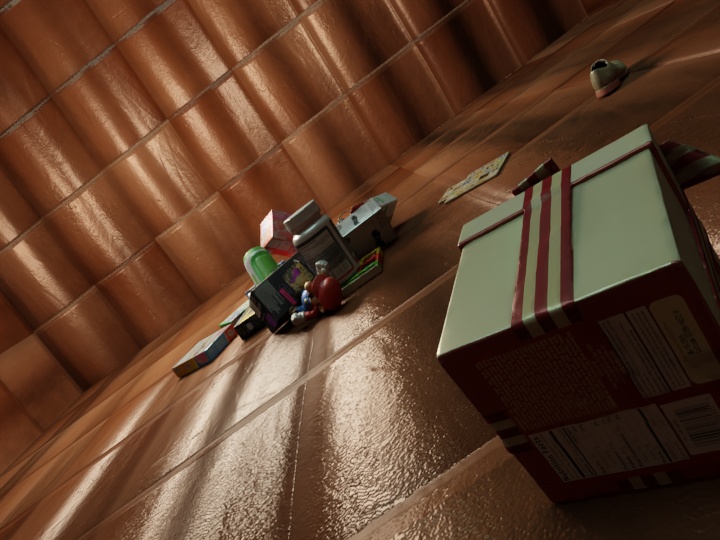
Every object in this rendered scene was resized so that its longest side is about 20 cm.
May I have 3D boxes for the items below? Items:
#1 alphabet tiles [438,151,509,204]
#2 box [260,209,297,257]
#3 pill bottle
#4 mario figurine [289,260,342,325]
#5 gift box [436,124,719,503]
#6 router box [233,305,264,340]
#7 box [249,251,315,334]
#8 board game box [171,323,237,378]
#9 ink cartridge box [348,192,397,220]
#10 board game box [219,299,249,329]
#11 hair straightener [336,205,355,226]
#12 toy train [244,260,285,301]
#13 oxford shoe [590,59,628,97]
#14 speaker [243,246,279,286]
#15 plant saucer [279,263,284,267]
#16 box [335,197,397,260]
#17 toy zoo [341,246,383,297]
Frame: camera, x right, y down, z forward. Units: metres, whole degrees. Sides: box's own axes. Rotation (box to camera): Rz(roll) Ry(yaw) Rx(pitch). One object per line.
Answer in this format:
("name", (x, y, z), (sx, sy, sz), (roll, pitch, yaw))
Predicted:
("alphabet tiles", (0.301, -0.243, 1.484), (0.197, 0.008, 0.168), (-27, 16, 37))
("box", (-0.199, -0.105, 1.680), (0.195, 0.098, 0.102), (9, -27, -30))
("pill bottle", (-0.097, -0.063, 1.368), (0.112, 0.203, 0.114), (-33, 12, 8))
("mario figurine", (-0.120, 0.053, 1.303), (0.104, 0.127, 0.199), (-14, -7, -33))
("gift box", (0.187, 0.028, 0.397), (0.196, 0.186, 0.189), (-23, 25, 32))
("router box", (-0.297, 0.120, 1.712), (0.155, 0.053, 0.201), (-34, 12, 11))
("box", (-0.189, 0.050, 1.462), (0.199, 0.106, 0.123), (-41, -7, -25))
("board game box", (-0.508, 0.263, 1.801), (0.197, 0.041, 0.154), (-28, 15, 36))
("ink cartridge box", (0.029, -0.144, 1.560), (0.199, 0.050, 0.112), (-32, -35, -55))
("board game box", (-0.423, 0.143, 2.041), (0.200, 0.029, 0.133), (-45, 13, -31))
("hair straightener", (-0.069, -0.096, 1.565), (0.204, 0.076, 0.041), (-62, -21, 0))
("toy train", (-0.301, 0.048, 1.863), (0.198, 0.088, 0.114), (-36, -6, -1))
("oxford shoe", (0.624, -0.506, 1.389), (0.070, 0.076, 0.200), (-26, 16, 40))
("speaker", (-0.261, 0.029, 1.585), (0.087, 0.202, 0.089), (-29, -25, -15))
("plant saucer", (-0.176, -0.001, 1.706), (0.197, 0.038, 0.198), (-31, -14, 27))
("box", (-0.009, -0.086, 1.484), (0.198, 0.118, 0.060), (-36, 40, 0))
("toy zoo", (0.000, 0.000, 1.392), (0.129, 0.021, 0.201), (-35, 12, 13))
